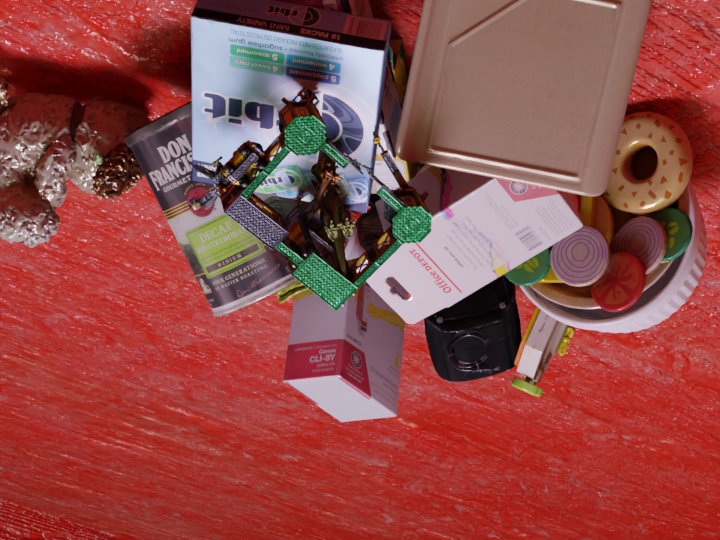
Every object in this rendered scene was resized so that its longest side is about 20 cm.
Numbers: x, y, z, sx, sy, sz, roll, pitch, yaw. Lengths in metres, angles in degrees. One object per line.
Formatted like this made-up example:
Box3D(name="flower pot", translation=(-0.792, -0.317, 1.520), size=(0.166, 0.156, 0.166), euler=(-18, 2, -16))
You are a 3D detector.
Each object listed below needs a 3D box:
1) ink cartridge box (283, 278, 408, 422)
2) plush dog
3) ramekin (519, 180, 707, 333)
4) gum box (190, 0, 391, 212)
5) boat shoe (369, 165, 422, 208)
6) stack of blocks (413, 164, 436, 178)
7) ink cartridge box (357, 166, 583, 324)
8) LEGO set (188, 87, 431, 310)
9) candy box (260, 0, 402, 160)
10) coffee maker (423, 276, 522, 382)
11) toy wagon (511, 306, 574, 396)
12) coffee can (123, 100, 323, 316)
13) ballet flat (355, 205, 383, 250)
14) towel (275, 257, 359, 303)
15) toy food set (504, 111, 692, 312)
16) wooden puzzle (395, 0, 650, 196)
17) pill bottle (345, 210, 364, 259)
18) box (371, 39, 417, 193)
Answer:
Box3D(name="ink cartridge box", translation=(-0.013, 0.064, 1.970), size=(0.083, 0.202, 0.145), euler=(-9, 152, 30))
Box3D(name="plush dog", translation=(-0.296, -0.134, 1.695), size=(0.170, 0.200, 0.162), euler=(-2, 120, 0))
Box3D(name="ramekin", translation=(0.260, -0.030, 1.662), size=(0.199, 0.202, 0.105), euler=(-3, 165, 26))
Box3D(name="gum box", translation=(-0.065, -0.149, 1.451), size=(0.168, 0.045, 0.201), euler=(10, 138, 4))
Box3D(name="boat shoe", translation=(0.002, -0.110, 1.724), size=(0.073, 0.065, 0.199), euler=(-12, 149, 41))
Box3D(name="stack of blocks", translation=(0.119, -0.108, 1.581), size=(0.115, 0.059, 0.200), euler=(21, 125, -31))
Box3D(name="ink cartridge box", translation=(0.096, -0.044, 1.548), size=(0.199, 0.068, 0.117), euler=(-31, 133, 14))
Box3D(name="LEGO set", translation=(-0.041, -0.072, 1.442), size=(0.199, 0.116, 0.154), euler=(30, 107, -24))
Box3D(name="candy box", translation=(-0.049, -0.188, 1.483), size=(0.135, 0.061, 0.201), euler=(-2, 137, 19))
Box3D(name="coffee maker", translation=(0.122, 0.058, 1.913), size=(0.134, 0.193, 0.200), euler=(8, 157, 13))
Box3D(name="toy wagon", translation=(0.230, 0.075, 1.963), size=(0.039, 0.156, 0.200), euler=(24, 179, 12))
Box3D(name="coffee can", translation=(-0.126, -0.076, 1.622), size=(0.146, 0.201, 0.146), euler=(-26, -174, 3))
Box3D(name="ballet flat", translation=(0.083, -0.075, 1.715), size=(0.199, 0.047, 0.067), euler=(-30, 143, 15))
Box3D(name="towel", translation=(0.000, 0.000, 1.682), size=(0.086, 0.018, 0.199), euler=(-22, 175, 34))
Box3D(name="toy food set", translation=(0.231, -0.056, 1.595), size=(0.199, 0.200, 0.049), euler=(0, 167, 27))
Box3D(name="wooden puzzle", translation=(0.141, -0.172, 1.429), size=(0.198, 0.186, 0.037), euler=(9, -163, -7))
Box3D(name="pill bottle", translation=(-0.074, -0.054, 1.824), size=(0.111, 0.113, 0.200), euler=(-3, 154, 26))
Box3D(name="box", translation=(-0.011, -0.160, 1.589), size=(0.116, 0.049, 0.201), euler=(4, 142, 12))
